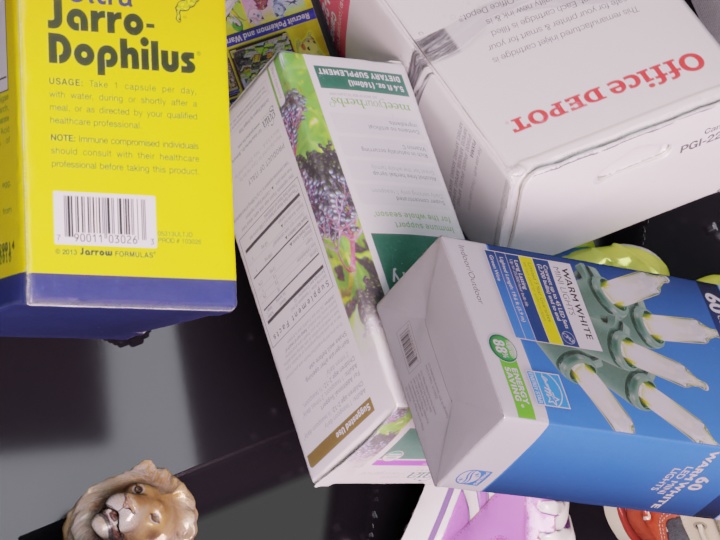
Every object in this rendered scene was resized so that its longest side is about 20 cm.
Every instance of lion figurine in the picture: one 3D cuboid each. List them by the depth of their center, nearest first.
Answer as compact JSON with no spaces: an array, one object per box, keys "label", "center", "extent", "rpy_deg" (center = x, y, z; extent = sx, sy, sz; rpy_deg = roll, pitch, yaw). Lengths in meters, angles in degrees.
[{"label":"lion figurine","center":[-0.098,0.202,1.454],"extent":[0.122,0.072,0.200],"rpy_deg":[-31,92,-16]}]

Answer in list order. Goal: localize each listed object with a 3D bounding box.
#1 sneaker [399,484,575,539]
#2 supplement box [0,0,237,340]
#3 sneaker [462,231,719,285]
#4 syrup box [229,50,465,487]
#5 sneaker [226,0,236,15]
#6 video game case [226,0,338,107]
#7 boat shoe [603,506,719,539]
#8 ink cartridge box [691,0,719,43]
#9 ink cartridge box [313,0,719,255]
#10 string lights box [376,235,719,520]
[{"label":"sneaker","center":[0.090,0.116,1.471],"extent":[0.114,0.073,0.201],"rpy_deg":[26,110,15]},{"label":"supplement box","center":[-0.132,-0.074,1.376],"extent":[0.109,0.109,0.200],"rpy_deg":[2,81,-32]},{"label":"sneaker","center":[0.108,0.035,1.509],"extent":[0.200,0.076,0.105],"rpy_deg":[13,60,13]},{"label":"syrup box","center":[0.000,0.000,1.434],"extent":[0.079,0.081,0.200],"rpy_deg":[3,56,-36]},{"label":"sneaker","center":[-0.060,-0.209,1.463],"extent":[0.075,0.082,0.200],"rpy_deg":[22,80,-30]},{"label":"video game case","center":[-0.107,-0.127,1.488],"extent":[0.200,0.025,0.181],"rpy_deg":[-22,94,-37]},{"label":"boat shoe","center":[0.206,0.146,1.504],"extent":[0.200,0.063,0.071],"rpy_deg":[35,61,-35]},{"label":"ink cartridge box","center":[0.294,-0.118,1.612],"extent":[0.175,0.084,0.200],"rpy_deg":[-21,83,-17]},{"label":"ink cartridge box","center":[0.084,-0.111,1.517],"extent":[0.145,0.085,0.200],"rpy_deg":[-21,55,-21]},{"label":"string lights box","center":[0.113,0.053,1.378],"extent":[0.200,0.059,0.103],"rpy_deg":[9,48,-35]}]
